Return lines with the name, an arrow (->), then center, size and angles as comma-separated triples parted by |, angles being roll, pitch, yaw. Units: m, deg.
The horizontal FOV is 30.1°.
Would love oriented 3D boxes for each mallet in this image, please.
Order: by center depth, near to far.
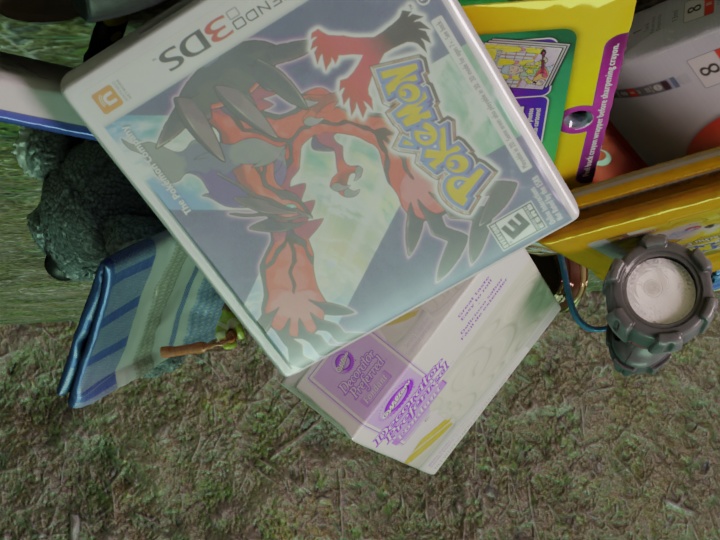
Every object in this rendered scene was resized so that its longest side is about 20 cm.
mallet -> -0.117, -0.138, 0.692 | 0.065, 0.041, 0.200 | -22, -179, -10

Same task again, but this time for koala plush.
koala plush -> -0.172, -0.043, 0.997 | 0.184, 0.178, 0.200 | -42, 161, 4

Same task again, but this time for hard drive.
hard drive -> -0.147, -0.090, 0.722 | 0.199, 0.026, 0.132 | 9, -169, -31

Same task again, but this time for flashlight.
flashlight -> 0.185, 0.033, 0.859 | 0.067, 0.068, 0.200 | -10, 165, 4

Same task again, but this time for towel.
towel -> -0.115, 0.013, 0.933 | 0.199, 0.024, 0.147 | -26, 152, -44

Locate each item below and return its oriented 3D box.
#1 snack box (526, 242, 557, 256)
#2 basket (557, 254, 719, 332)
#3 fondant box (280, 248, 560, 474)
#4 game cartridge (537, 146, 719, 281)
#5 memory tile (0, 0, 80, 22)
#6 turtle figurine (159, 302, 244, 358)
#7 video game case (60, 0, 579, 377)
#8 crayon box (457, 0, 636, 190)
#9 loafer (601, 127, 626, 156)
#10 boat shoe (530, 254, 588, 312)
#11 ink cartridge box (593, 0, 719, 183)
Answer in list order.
snack box -> 0.068, -0.041, 0.922 | 0.199, 0.025, 0.072 | 12, 170, -29
basket -> 0.234, -0.059, 1.001 | 0.198, 0.178, 0.139 | -14, 175, -2
fondant box -> 0.045, 0.043, 0.813 | 0.058, 0.145, 0.200 | 37, 179, 22
game cartridge -> 0.219, -0.031, 0.823 | 0.175, 0.033, 0.200 | -16, 162, 25
memory tile -> -0.235, -0.148, 0.655 | 0.198, 0.017, 0.153 | -3, 174, -9
turtle figurine -> -0.039, 0.004, 0.939 | 0.200, 0.065, 0.161 | -37, 154, 23
video game case -> -0.015, -0.060, 0.658 | 0.181, 0.200, 0.023 | -29, -151, 13
crayon box -> 0.049, -0.102, 0.736 | 0.171, 0.059, 0.200 | -4, 151, -1
loafer -> 0.133, -0.116, 0.931 | 0.199, 0.073, 0.063 | -5, 170, 38
boat shoe -> 0.111, -0.044, 1.075 | 0.067, 0.201, 0.072 | 5, 132, -38
ink cartridge box -> 0.185, -0.088, 0.858 | 0.199, 0.050, 0.162 | -22, 134, 32
